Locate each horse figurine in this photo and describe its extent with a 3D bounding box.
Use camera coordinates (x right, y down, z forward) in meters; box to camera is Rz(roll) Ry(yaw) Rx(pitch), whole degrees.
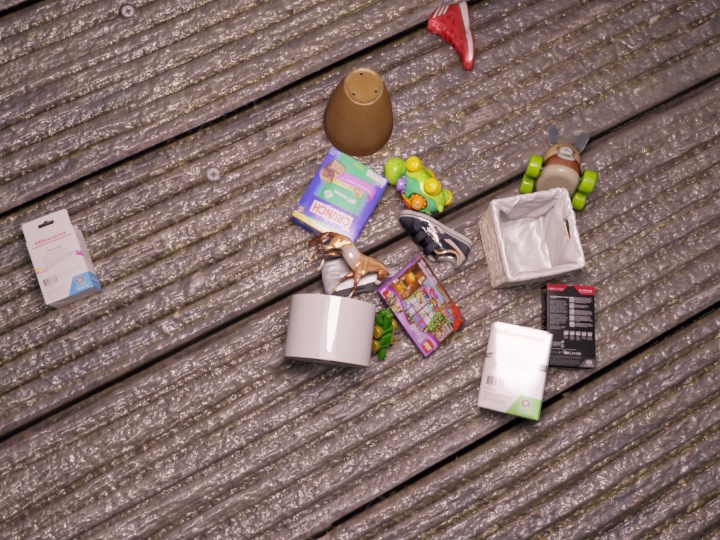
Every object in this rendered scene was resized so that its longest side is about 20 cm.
[{"bbox_3d":[-0.037,-0.024,1.460,0.132,0.050,0.200,-42,81,-11],"label":"horse figurine"}]

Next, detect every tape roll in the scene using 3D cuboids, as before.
[{"bbox_3d":[-0.069,0.139,1.420,0.199,0.203,0.142,7,79,-3],"label":"tape roll"}]

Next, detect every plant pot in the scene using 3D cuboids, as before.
[{"bbox_3d":[0.002,-0.406,1.527,0.183,0.200,0.190,1,79,-4],"label":"plant pot"}]

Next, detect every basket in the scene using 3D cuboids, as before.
[{"bbox_3d":[0.408,-0.072,1.514,0.196,0.161,0.202,-10,80,-5],"label":"basket"}]

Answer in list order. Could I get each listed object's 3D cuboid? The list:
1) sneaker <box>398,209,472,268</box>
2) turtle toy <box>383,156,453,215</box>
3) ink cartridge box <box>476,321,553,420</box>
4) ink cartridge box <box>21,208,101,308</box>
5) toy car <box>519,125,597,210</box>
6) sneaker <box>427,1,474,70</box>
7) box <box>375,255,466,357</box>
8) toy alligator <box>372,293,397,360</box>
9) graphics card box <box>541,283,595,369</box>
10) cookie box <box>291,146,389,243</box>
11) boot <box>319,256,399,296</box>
[{"bbox_3d":[0.177,-0.076,1.540,0.198,0.079,0.080,26,73,-1],"label":"sneaker"},{"bbox_3d":[0.136,-0.212,1.542,0.101,0.145,0.201,-43,66,13],"label":"turtle toy"},{"bbox_3d":[0.366,0.238,1.472,0.143,0.084,0.203,10,79,19],"label":"ink cartridge box"},{"bbox_3d":[-0.707,-0.028,1.475,0.114,0.068,0.203,-21,82,-8],"label":"ink cartridge box"},{"bbox_3d":[0.511,-0.280,1.574,0.162,0.158,0.202,18,67,10],"label":"toy car"},{"bbox_3d":[0.237,-0.613,1.654,0.113,0.079,0.203,-6,68,4],"label":"sneaker"},{"bbox_3d":[0.147,0.085,1.498,0.136,0.039,0.201,-39,104,-9],"label":"box"},{"bbox_3d":[0.050,0.124,1.469,0.059,0.203,0.054,-21,42,-34],"label":"toy alligator"},{"bbox_3d":[0.512,0.138,1.538,0.123,0.051,0.204,3,79,-3],"label":"graphics card box"},{"bbox_3d":[-0.050,-0.171,1.543,0.169,0.075,0.202,29,80,0],"label":"cookie box"},{"bbox_3d":[0.000,0.000,1.519,0.197,0.074,0.097,-11,67,-17],"label":"boot"}]
